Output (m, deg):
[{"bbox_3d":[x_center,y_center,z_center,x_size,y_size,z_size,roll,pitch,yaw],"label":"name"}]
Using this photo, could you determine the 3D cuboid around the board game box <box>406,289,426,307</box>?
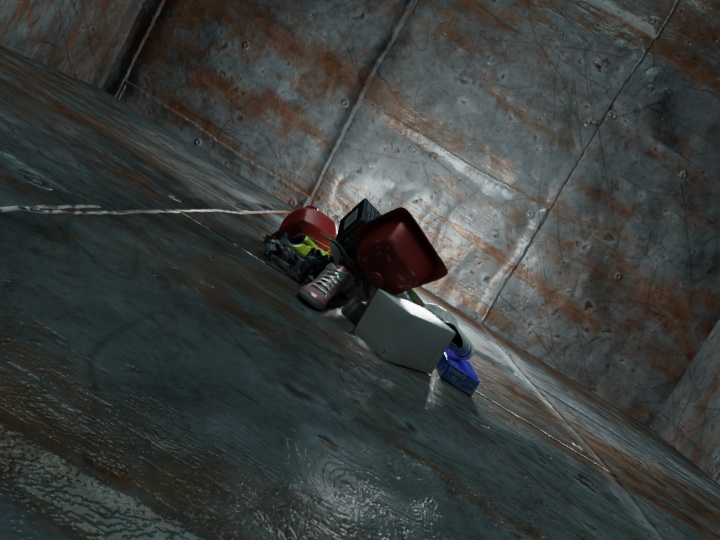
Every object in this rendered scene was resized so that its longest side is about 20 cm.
[{"bbox_3d":[0.111,0.082,1.745,0.135,0.029,0.199,47,-19,-25],"label":"board game box"}]

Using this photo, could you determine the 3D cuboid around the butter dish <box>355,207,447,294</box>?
[{"bbox_3d":[0.068,-0.015,1.402,0.198,0.148,0.202,-22,-71,47],"label":"butter dish"}]

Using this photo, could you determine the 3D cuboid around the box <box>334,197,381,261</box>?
[{"bbox_3d":[0.039,-0.068,1.599,0.200,0.107,0.149,44,23,-17],"label":"box"}]

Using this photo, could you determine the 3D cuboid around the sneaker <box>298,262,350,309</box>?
[{"bbox_3d":[-0.083,0.031,1.437,0.075,0.106,0.200,34,7,9],"label":"sneaker"}]

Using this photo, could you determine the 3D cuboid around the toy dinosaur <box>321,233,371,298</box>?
[{"bbox_3d":[-0.027,-0.012,1.511,0.201,0.047,0.088,49,-8,15],"label":"toy dinosaur"}]

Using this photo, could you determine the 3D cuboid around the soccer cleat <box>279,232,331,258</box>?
[{"bbox_3d":[-0.151,-0.058,1.772,0.197,0.085,0.065,15,12,-25],"label":"soccer cleat"}]

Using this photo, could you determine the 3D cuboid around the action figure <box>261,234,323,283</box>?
[{"bbox_3d":[-0.197,-0.037,1.611,0.198,0.070,0.129,31,12,33],"label":"action figure"}]

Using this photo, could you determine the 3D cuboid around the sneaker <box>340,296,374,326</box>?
[{"bbox_3d":[0.019,0.119,1.482,0.082,0.075,0.199,49,17,18],"label":"sneaker"}]

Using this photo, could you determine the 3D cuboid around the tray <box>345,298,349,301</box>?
[{"bbox_3d":[-0.050,0.048,1.784,0.098,0.037,0.200,28,8,-31],"label":"tray"}]

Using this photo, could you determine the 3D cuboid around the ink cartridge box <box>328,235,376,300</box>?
[{"bbox_3d":[0.000,0.000,1.680,0.145,0.084,0.202,34,29,-43],"label":"ink cartridge box"}]

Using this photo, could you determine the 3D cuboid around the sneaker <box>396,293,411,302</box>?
[{"bbox_3d":[0.126,0.144,1.562,0.203,0.069,0.100,66,6,23],"label":"sneaker"}]

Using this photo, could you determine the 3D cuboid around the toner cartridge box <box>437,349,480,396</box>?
[{"bbox_3d":[0.248,0.257,1.549,0.094,0.044,0.200,30,6,0],"label":"toner cartridge box"}]

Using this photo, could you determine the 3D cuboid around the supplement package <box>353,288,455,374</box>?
[{"bbox_3d":[0.105,0.144,1.382,0.199,0.121,0.121,24,10,-48],"label":"supplement package"}]

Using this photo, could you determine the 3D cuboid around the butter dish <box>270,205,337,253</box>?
[{"bbox_3d":[-0.162,-0.136,1.869,0.198,0.151,0.198,26,-33,-35],"label":"butter dish"}]

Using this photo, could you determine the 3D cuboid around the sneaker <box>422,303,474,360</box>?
[{"bbox_3d":[0.221,0.141,1.576,0.201,0.075,0.116,48,-2,37],"label":"sneaker"}]

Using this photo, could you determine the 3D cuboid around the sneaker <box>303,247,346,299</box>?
[{"bbox_3d":[-0.096,0.002,1.670,0.199,0.089,0.075,37,8,37],"label":"sneaker"}]
